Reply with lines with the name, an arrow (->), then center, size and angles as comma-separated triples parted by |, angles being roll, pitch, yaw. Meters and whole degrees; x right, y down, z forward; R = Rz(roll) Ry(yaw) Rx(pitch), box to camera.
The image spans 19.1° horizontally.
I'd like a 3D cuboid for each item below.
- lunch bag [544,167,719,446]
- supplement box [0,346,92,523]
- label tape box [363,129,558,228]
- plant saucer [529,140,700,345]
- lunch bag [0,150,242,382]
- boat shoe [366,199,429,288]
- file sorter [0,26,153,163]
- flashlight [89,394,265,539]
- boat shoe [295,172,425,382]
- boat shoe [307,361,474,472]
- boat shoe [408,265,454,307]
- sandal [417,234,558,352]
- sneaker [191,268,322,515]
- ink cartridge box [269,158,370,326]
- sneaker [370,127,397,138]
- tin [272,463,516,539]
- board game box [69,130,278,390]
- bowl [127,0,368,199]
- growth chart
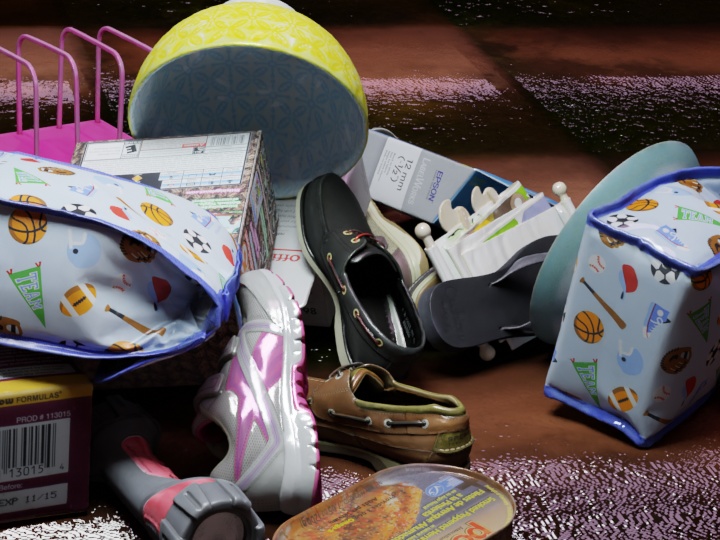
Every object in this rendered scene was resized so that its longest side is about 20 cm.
lunch bag -> 0.255, 0.019, 1.680 | 0.123, 0.171, 0.199 | 30, 33, 25
supplement box -> -0.283, 0.092, 1.513 | 0.130, 0.104, 0.200 | -6, 24, -26
label tape box -> 0.091, -0.065, 1.959 | 0.199, 0.067, 0.143 | 26, 5, 39
plant saucer -> 0.218, -0.015, 1.758 | 0.199, 0.201, 0.027 | -19, 49, -44
lunch bag -> -0.184, -0.002, 1.488 | 0.198, 0.125, 0.170 | 10, 14, -2
boat shoe -> -0.016, -0.028, 1.903 | 0.066, 0.072, 0.201 | -5, 28, -35
file sorter -> -0.309, -0.164, 2.116 | 0.199, 0.127, 0.139 | -12, 26, -35
flashlight -> -0.135, 0.144, 1.467 | 0.067, 0.068, 0.200 | 22, 9, -33
boat shoe -> 0.002, 0.000, 1.717 | 0.073, 0.063, 0.203 | 8, 50, -35
boat shoe -> 0.000, 0.100, 1.591 | 0.198, 0.069, 0.072 | 16, 26, 29
boat shoe -> 0.097, 0.011, 1.843 | 0.064, 0.074, 0.199 | 2, 17, 42
sandal -> 0.133, 0.022, 1.763 | 0.199, 0.077, 0.043 | -23, -1, -40
sneaker -> -0.079, 0.086, 1.523 | 0.087, 0.082, 0.201 | -6, 53, -3
ink cartridge box -> -0.071, -0.019, 1.811 | 0.115, 0.067, 0.201 | 3, 45, 15
sneaker -> -0.054, -0.074, 2.048 | 0.199, 0.073, 0.084 | -21, -2, -32
tin -> 0.024, 0.184, 1.430 | 0.111, 0.042, 0.199 | 16, 24, 36
board game box -> -0.158, -0.010, 1.689 | 0.158, 0.097, 0.201 | -3, 39, 9
bowl -> -0.088, -0.159, 1.752 | 0.198, 0.201, 0.109 | 4, 56, 0
growth chart -> 0.136, -0.007, 1.816 | 0.199, 0.146, 0.018 | -20, -4, -42
